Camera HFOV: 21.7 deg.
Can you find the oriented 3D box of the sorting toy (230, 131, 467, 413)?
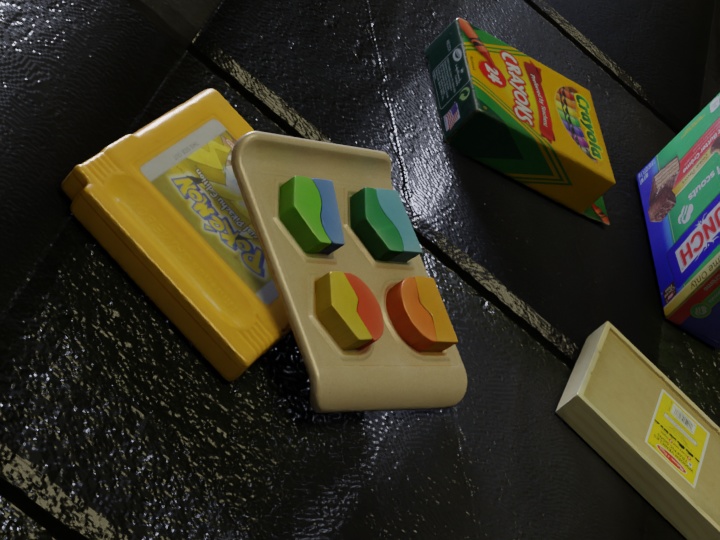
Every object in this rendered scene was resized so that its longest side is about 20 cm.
[{"bbox_3d":[0.000,0.000,1.333,0.185,0.036,0.201,4,64,-54],"label":"sorting toy"}]

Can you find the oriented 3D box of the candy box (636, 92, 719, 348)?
[{"bbox_3d":[0.342,-0.060,1.722,0.077,0.169,0.201,24,38,-24],"label":"candy box"}]

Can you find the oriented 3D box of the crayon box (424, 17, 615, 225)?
[{"bbox_3d":[0.156,-0.133,1.698,0.199,0.051,0.128,24,38,-32],"label":"crayon box"}]

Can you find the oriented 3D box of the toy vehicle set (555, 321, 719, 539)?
[{"bbox_3d":[0.250,0.144,1.526,0.200,0.027,0.124,44,32,-4],"label":"toy vehicle set"}]

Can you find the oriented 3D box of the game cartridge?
[{"bbox_3d":[-0.098,-0.031,1.311,0.176,0.032,0.200,47,31,0],"label":"game cartridge"}]
